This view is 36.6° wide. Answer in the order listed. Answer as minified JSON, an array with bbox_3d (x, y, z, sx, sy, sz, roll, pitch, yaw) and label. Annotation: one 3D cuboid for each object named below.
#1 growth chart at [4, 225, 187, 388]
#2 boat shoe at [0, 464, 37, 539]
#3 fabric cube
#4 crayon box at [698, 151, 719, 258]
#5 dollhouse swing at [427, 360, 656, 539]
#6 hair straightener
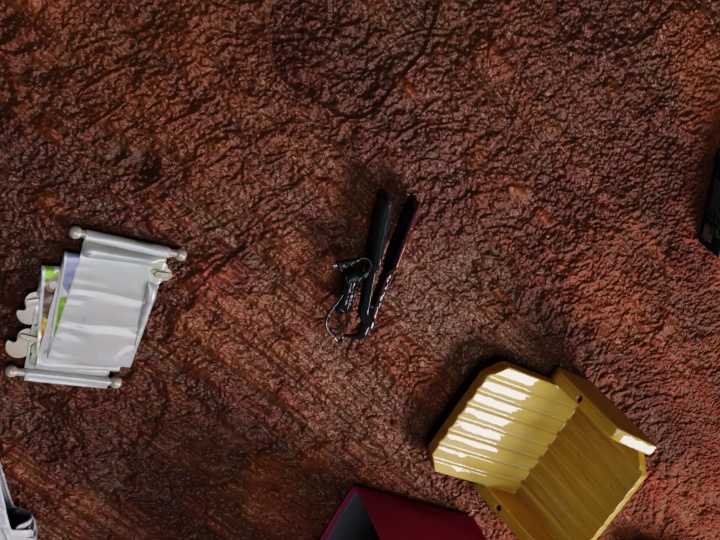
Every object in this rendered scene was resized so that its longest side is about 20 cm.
[{"bbox_3d":[-0.287,0.044,1.154,0.144,0.018,0.201,18,111,-27],"label":"growth chart"},{"bbox_3d":[-0.403,0.291,1.231,0.068,0.072,0.201,-17,114,-9],"label":"boat shoe"},{"bbox_3d":[0.054,0.427,1.388,0.199,0.196,0.201,21,109,-30],"label":"fabric cube"},{"bbox_3d":[0.527,-0.089,1.344,0.199,0.051,0.128,-7,120,-16],"label":"crayon box"},{"bbox_3d":[0.220,0.238,1.362,0.175,0.182,0.200,15,115,-48],"label":"dollhouse swing"},{"bbox_3d":[0.000,0.000,1.224,0.077,0.041,0.201,9,120,-23],"label":"hair straightener"}]
